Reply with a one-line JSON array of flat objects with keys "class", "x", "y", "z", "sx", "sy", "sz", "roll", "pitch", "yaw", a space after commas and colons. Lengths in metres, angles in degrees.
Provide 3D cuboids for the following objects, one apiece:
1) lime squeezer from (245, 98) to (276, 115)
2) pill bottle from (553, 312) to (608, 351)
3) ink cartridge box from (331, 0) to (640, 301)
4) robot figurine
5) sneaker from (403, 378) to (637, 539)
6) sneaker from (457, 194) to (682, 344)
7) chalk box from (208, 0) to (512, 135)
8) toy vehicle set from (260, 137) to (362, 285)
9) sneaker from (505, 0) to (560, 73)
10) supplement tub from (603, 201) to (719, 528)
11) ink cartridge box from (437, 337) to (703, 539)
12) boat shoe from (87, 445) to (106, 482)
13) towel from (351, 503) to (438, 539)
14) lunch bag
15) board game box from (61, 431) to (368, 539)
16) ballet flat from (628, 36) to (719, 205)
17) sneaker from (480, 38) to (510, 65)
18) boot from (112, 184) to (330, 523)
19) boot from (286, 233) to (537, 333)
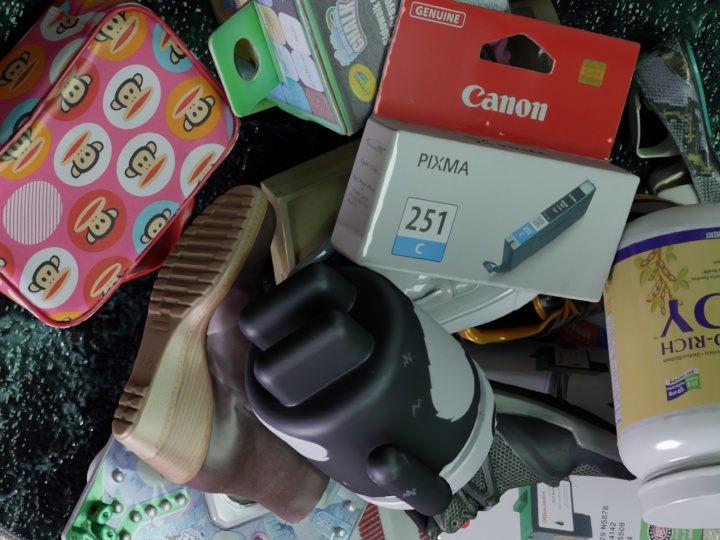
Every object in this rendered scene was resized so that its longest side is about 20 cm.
[{"class": "lime squeezer", "x": -0.001, "y": -0.116, "z": 1.603, "sx": 0.200, "sy": 0.038, "sz": 0.071, "roll": 11, "pitch": 100, "yaw": -40}, {"class": "pill bottle", "x": 0.206, "y": 0.058, "z": 1.778, "sx": 0.112, "sy": 0.112, "sz": 0.200, "roll": -5, "pitch": 111, "yaw": -34}, {"class": "ink cartridge box", "x": 0.095, "y": -0.078, "z": 1.505, "sx": 0.200, "sy": 0.045, "sz": 0.176, "roll": 8, "pitch": 104, "yaw": -31}, {"class": "robot figurine", "x": 0.007, "y": 0.074, "z": 1.471, "sx": 0.200, "sy": 0.125, "sz": 0.150, "roll": 43, "pitch": 59, "yaw": -45}, {"class": "sneaker", "x": 0.102, "y": 0.139, "z": 1.612, "sx": 0.199, "sy": 0.076, "sz": 0.114, "roll": 13, "pitch": 98, "yaw": -14}, {"class": "sneaker", "x": 0.155, "y": 0.008, "z": 1.678, "sx": 0.200, "sy": 0.077, "sz": 0.078, "roll": -25, "pitch": 100, "yaw": 17}, {"class": "chalk box", "x": -0.021, "y": -0.179, "z": 1.499, "sx": 0.200, "sy": 0.124, "sz": 0.124, "roll": -35, "pitch": 127, "yaw": -22}, {"class": "toy vehicle set", "x": 0.000, "y": 0.000, "z": 1.642, "sx": 0.124, "sy": 0.027, "sz": 0.200, "roll": -24, "pitch": 129, "yaw": -21}, {"class": "sneaker", "x": 0.120, "y": -0.110, "z": 1.686, "sx": 0.075, "sy": 0.070, "sz": 0.200, "roll": -14, "pitch": 122, "yaw": -2}, {"class": "supplement tub", "x": 0.243, "y": 0.067, "z": 1.561, "sx": 0.145, "sy": 0.145, "sz": 0.200, "roll": 10, "pitch": 67, "yaw": -37}, {"class": "ink cartridge box", "x": 0.161, "y": 0.135, "z": 1.706, "sx": 0.200, "sy": 0.084, "sz": 0.146, "roll": 5, "pitch": 107, "yaw": 9}, {"class": "boat shoe", "x": -0.092, "y": 0.147, "z": 1.624, "sx": 0.200, "sy": 0.066, "sz": 0.072, "roll": 0, "pitch": 120, "yaw": -26}, {"class": "towel", "x": 0.009, "y": 0.178, "z": 1.752, "sx": 0.200, "sy": 0.023, "sz": 0.144, "roll": -27, "pitch": 121, "yaw": -25}, {"class": "lunch bag", "x": -0.174, "y": -0.067, "z": 1.474, "sx": 0.200, "sy": 0.082, "sz": 0.176, "roll": -49, "pitch": 131, "yaw": -8}, {"class": "board game box", "x": -0.079, "y": 0.144, "z": 1.578, "sx": 0.200, "sy": 0.026, "sz": 0.200, "roll": 32, "pitch": 75, "yaw": -26}, {"class": "ballet flat", "x": 0.251, "y": -0.093, "z": 1.783, "sx": 0.072, "sy": 0.072, "sz": 0.200, "roll": -38, "pitch": 127, "yaw": -16}, {"class": "sneaker", "x": 0.083, "y": -0.083, "z": 1.608, "sx": 0.079, "sy": 0.095, "sz": 0.200, "roll": -12, "pitch": 129, "yaw": 15}, {"class": "boot", "x": -0.066, "y": 0.058, "z": 1.533, "sx": 0.166, "sy": 0.072, "sz": 0.200, "roll": 27, "pitch": 86, "yaw": -36}, {"class": "boot", "x": 0.049, "y": -0.007, "z": 1.581, "sx": 0.200, "sy": 0.074, "sz": 0.096, "roll": -29, "pitch": 135, "yaw": 2}]
